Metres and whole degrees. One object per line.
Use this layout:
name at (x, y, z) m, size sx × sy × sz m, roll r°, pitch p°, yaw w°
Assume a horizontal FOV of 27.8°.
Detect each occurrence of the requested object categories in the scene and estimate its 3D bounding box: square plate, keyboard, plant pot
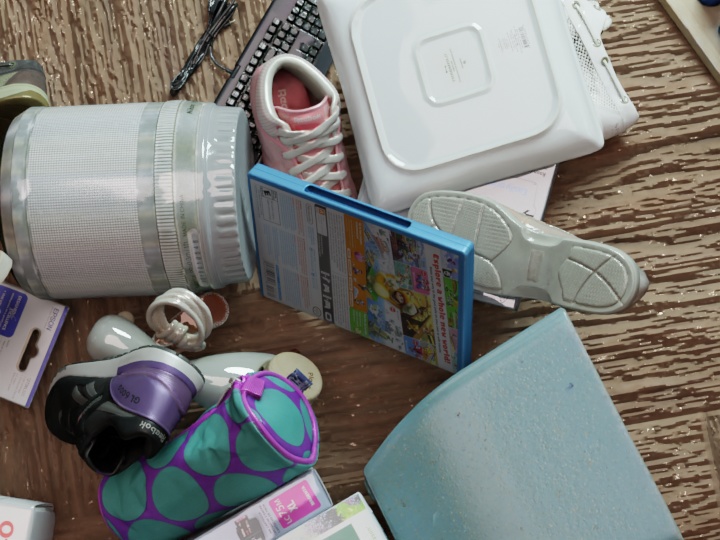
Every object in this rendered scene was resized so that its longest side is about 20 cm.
square plate at (0.077, -0.167, 1.189) m, size 0.197 × 0.028 × 0.201 m, roll -16°, pitch 83°, yaw 9°
keyboard at (-0.105, -0.173, 1.303) m, size 0.127 × 0.021 × 0.200 m, roll 28°, pitch 81°, yaw 4°
plant pot at (0.115, 0.168, 1.167) m, size 0.199 × 0.196 × 0.197 m, roll -26°, pitch 81°, yaw 2°

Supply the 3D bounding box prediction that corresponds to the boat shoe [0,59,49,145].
boat shoe at (-0.365, -0.136, 1.276) m, size 0.200 × 0.072 × 0.066 m, roll -13°, pitch 51°, yaw 10°

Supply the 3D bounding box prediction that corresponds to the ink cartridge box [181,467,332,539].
ink cartridge box at (-0.117, 0.224, 1.185) m, size 0.200 × 0.119 × 0.042 m, roll -28°, pitch 87°, yaw -5°

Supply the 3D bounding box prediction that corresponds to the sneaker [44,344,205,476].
sneaker at (-0.210, 0.123, 1.164) m, size 0.076 × 0.200 × 0.088 m, roll 38°, pitch 55°, yaw -22°

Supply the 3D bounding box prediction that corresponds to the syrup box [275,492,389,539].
syrup box at (-0.014, 0.229, 1.144) m, size 0.081 × 0.200 × 0.079 m, roll -29°, pitch 81°, yaw -5°

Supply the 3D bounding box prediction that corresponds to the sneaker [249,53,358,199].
sneaker at (-0.044, -0.091, 1.240) m, size 0.075 × 0.105 × 0.201 m, roll -18°, pitch 88°, yaw -10°

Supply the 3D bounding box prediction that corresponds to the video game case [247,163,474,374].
video game case at (0.000, 0.000, 1.191) m, size 0.199 × 0.143 × 0.018 m, roll 21°, pitch 49°, yaw 22°

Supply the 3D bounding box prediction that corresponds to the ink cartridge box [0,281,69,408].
ink cartridge box at (-0.358, 0.042, 1.258) m, size 0.199 × 0.037 × 0.095 m, roll 20°, pitch 82°, yaw 5°

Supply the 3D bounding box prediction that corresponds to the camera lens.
camera lens at (-0.193, -0.058, 1.208) m, size 0.199 × 0.160 × 0.161 m, roll -2°, pitch 80°, yaw 3°

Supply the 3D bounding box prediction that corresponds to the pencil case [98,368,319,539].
pencil case at (-0.123, 0.152, 1.167) m, size 0.200 × 0.085 × 0.093 m, roll -34°, pitch 96°, yaw 32°

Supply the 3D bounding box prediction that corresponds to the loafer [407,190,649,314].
loafer at (0.132, -0.011, 1.154) m, size 0.199 × 0.063 × 0.072 m, roll 20°, pitch 98°, yaw 27°

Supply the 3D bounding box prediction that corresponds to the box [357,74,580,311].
box at (0.084, -0.082, 1.216) m, size 0.155 × 0.041 × 0.201 m, roll 15°, pitch 88°, yaw 11°

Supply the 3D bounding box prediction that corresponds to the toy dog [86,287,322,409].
toy dog at (-0.119, 0.073, 1.220) m, size 0.132 × 0.096 × 0.200 m, roll -35°, pitch 116°, yaw 31°

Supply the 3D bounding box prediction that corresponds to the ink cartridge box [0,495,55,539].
ink cartridge box at (-0.367, 0.250, 1.198) m, size 0.199 × 0.084 × 0.146 m, roll 8°, pitch 80°, yaw 1°

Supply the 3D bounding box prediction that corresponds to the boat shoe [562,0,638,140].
boat shoe at (0.188, -0.210, 1.288) m, size 0.069 × 0.071 × 0.201 m, roll -21°, pitch 89°, yaw -6°

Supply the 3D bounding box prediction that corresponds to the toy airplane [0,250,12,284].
toy airplane at (-0.373, 0.072, 1.168) m, size 0.199 × 0.141 × 0.200 m, roll 2°, pitch 66°, yaw 33°

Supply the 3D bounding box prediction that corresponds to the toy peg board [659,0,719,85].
toy peg board at (0.400, -0.238, 1.276) m, size 0.199 × 0.098 × 0.200 m, roll -33°, pitch 82°, yaw -6°
